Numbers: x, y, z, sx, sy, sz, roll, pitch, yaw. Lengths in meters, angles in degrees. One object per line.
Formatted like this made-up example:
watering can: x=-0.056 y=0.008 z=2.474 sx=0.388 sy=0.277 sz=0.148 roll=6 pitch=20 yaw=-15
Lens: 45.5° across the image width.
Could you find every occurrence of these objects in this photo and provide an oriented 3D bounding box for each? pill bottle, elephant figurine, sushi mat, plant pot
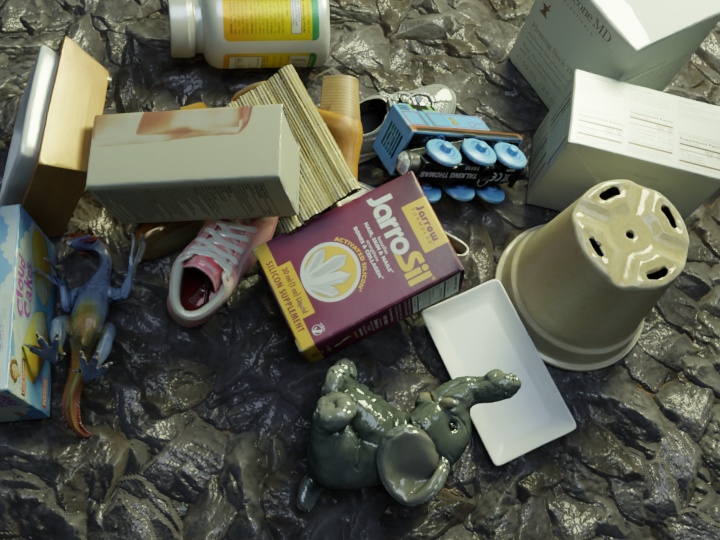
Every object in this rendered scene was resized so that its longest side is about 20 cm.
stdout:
pill bottle: x=-0.145 y=-0.318 z=1.107 sx=0.199 sy=0.113 sz=0.113 roll=-4 pitch=67 yaw=-12
elephant figurine: x=0.050 y=0.178 z=0.902 sx=0.199 sy=0.156 sz=0.142 roll=15 pitch=42 yaw=6
sushi mat: x=-0.080 y=-0.140 z=0.960 sx=0.095 sy=0.012 sz=0.200 roll=-33 pitch=62 yaw=9
plant pot: x=0.278 y=-0.005 z=1.004 sx=0.199 sy=0.184 sz=0.201 roll=4 pitch=65 yaw=-8

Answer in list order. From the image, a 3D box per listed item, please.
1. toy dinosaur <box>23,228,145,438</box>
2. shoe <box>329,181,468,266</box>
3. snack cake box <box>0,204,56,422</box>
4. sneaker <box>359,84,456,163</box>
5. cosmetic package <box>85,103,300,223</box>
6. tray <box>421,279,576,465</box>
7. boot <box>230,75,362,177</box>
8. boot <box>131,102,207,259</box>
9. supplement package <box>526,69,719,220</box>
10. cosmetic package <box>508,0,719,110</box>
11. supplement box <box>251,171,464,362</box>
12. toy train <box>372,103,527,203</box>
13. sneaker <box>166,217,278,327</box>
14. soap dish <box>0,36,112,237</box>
toy dinosaur: x=-0.309 y=0.042 z=0.939 sx=0.105 sy=0.201 sz=0.182 roll=15 pitch=25 yaw=-14
shoe: x=0.047 y=-0.059 z=1.057 sx=0.199 sy=0.053 sz=0.070 roll=32 pitch=64 yaw=5
snack cake box: x=-0.371 y=0.046 z=0.895 sx=0.067 sy=0.115 sz=0.201 roll=-5 pitch=67 yaw=-2
sneaker: x=0.044 y=-0.194 z=1.102 sx=0.199 sy=0.082 sz=0.075 roll=-27 pitch=73 yaw=-20
cosmetic package: x=-0.169 y=-0.109 z=0.896 sx=0.199 sy=0.103 sz=0.088 roll=-1 pitch=70 yaw=5
tray: x=0.159 y=0.117 z=1.009 sx=0.107 sy=0.022 sz=0.201 roll=-23 pitch=72 yaw=-6
boot: x=-0.086 y=-0.150 z=1.030 sx=0.200 sy=0.071 sz=0.145 roll=-1 pitch=80 yaw=36
boot: x=-0.227 y=-0.113 z=1.026 sx=0.144 sy=0.071 sz=0.201 roll=45 pitch=59 yaw=12
supplement package: x=0.334 y=-0.144 z=1.092 sx=0.199 sy=0.156 sz=0.111 roll=14 pitch=65 yaw=-4
cosmetic package: x=0.333 y=-0.316 z=1.145 sx=0.166 sy=0.200 sz=0.168 roll=-27 pitch=72 yaw=-20
supplement box: x=0.000 y=0.000 z=0.964 sx=0.199 sy=0.103 sz=0.131 roll=-27 pitch=76 yaw=-3
toy train: x=0.117 y=-0.147 z=1.070 sx=0.199 sy=0.087 sz=0.115 roll=-3 pitch=49 yaw=-33
sneaker: x=-0.148 y=-0.026 z=0.948 sx=0.075 sy=0.105 sz=0.201 roll=31 pitch=83 yaw=-6
soap dish: x=-0.341 y=-0.135 z=0.951 sx=0.081 sy=0.200 sz=0.158 roll=13 pitch=62 yaw=-25
